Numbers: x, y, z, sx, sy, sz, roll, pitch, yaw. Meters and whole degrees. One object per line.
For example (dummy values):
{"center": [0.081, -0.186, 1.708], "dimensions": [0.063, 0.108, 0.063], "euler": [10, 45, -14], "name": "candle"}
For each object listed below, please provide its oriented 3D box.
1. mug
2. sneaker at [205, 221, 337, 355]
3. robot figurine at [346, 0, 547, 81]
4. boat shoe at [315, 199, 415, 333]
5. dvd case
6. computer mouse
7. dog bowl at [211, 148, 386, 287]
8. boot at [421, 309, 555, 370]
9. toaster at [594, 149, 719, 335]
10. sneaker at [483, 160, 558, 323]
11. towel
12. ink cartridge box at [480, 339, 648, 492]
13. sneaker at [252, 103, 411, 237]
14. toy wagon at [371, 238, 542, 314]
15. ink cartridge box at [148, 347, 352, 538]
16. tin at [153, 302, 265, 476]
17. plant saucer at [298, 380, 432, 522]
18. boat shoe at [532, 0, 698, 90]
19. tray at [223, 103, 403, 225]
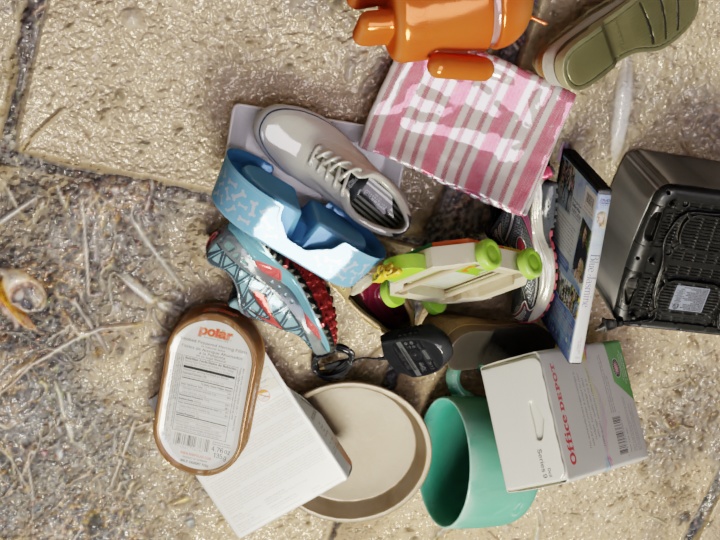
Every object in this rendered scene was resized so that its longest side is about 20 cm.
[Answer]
{"center": [0.151, 0.213, 1.670], "dimensions": [0.113, 0.152, 0.187], "euler": [2, 117, -22], "name": "mug"}
{"center": [-0.098, 0.020, 1.560], "dimensions": [0.095, 0.080, 0.201], "euler": [-24, 118, 20], "name": "sneaker"}
{"center": [0.088, -0.270, 1.410], "dimensions": [0.197, 0.145, 0.118], "euler": [-10, 136, -9], "name": "robot figurine"}
{"center": [0.000, 0.000, 1.565], "dimensions": [0.074, 0.067, 0.200], "euler": [-41, 119, 10], "name": "boat shoe"}
{"center": [0.234, -0.018, 1.557], "dimensions": [0.017, 0.143, 0.203], "euler": [3, 111, -9], "name": "dvd case"}
{"center": [0.023, 0.093, 1.592], "dimensions": [0.198, 0.034, 0.059], "euler": [-10, 124, 37], "name": "computer mouse"}
{"center": [-0.067, -0.050, 1.451], "dimensions": [0.199, 0.112, 0.050], "euler": [30, 107, -21], "name": "dog bowl"}
{"center": [0.151, 0.077, 1.645], "dimensions": [0.199, 0.075, 0.074], "euler": [11, 111, -44], "name": "boot"}
{"center": [0.363, -0.027, 1.610], "dimensions": [0.197, 0.119, 0.183], "euler": [6, 116, -17], "name": "toaster"}
{"center": [0.176, -0.035, 1.583], "dimensions": [0.074, 0.081, 0.202], "euler": [-9, 116, -8], "name": "sneaker"}
{"center": [0.113, -0.159, 1.486], "dimensions": [0.198, 0.030, 0.148], "euler": [22, 96, -8], "name": "towel"}
{"center": [0.235, 0.164, 1.614], "dimensions": [0.087, 0.147, 0.199], "euler": [-18, 171, 35], "name": "ink cartridge box"}
{"center": [-0.022, -0.106, 1.467], "dimensions": [0.199, 0.071, 0.074], "euler": [32, 93, -21], "name": "sneaker"}
{"center": [0.091, 0.002, 1.502], "dimensions": [0.199, 0.040, 0.154], "euler": [11, 156, -44], "name": "toy wagon"}
{"center": [-0.128, 0.191, 1.641], "dimensions": [0.161, 0.050, 0.201], "euler": [-30, 98, 15], "name": "ink cartridge box"}
{"center": [-0.171, 0.137, 1.586], "dimensions": [0.110, 0.042, 0.203], "euler": [11, 108, 0], "name": "tin"}
{"center": [-0.013, 0.213, 1.683], "dimensions": [0.197, 0.030, 0.202], "euler": [0, 118, 0], "name": "plant saucer"}
{"center": [0.268, -0.257, 1.489], "dimensions": [0.199, 0.068, 0.076], "euler": [-28, 119, -22], "name": "boat shoe"}
{"center": [-0.051, -0.111, 1.507], "dimensions": [0.197, 0.022, 0.109], "euler": [8, 101, -18], "name": "tray"}
